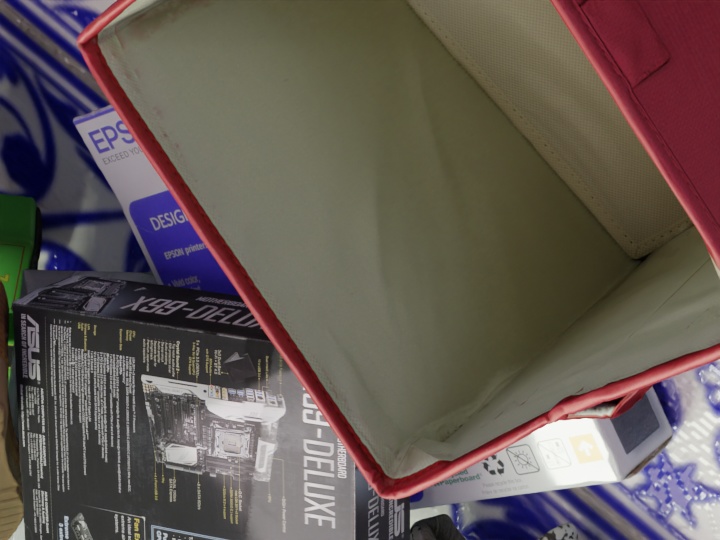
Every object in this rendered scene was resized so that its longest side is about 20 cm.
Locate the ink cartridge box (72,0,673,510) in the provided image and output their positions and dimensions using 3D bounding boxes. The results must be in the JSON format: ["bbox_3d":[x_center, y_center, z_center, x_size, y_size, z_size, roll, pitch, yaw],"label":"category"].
[{"bbox_3d":[0.000,0.000,0.886,0.198,0.043,0.200,-14,107,45],"label":"ink cartridge box"}]

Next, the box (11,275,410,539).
[{"bbox_3d":[-0.059,0.110,0.892,0.158,0.050,0.200,7,105,28],"label":"box"}]

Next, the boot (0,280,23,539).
[{"bbox_3d":[-0.193,0.028,0.968,0.200,0.072,0.166,118,138,-53],"label":"boot"}]

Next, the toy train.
[{"bbox_3d":[-0.186,0.036,1.063,0.056,0.042,0.200,6,138,-13],"label":"toy train"}]

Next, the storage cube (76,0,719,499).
[{"bbox_3d":[0.059,-0.067,0.694,0.171,0.180,0.200,-30,94,47],"label":"storage cube"}]

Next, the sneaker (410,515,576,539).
[{"bbox_3d":[0.085,0.148,0.880,0.200,0.077,0.089,11,109,33],"label":"sneaker"}]

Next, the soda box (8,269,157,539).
[{"bbox_3d":[-0.128,0.094,1.022,0.063,0.068,0.200,-107,23,-47],"label":"soda box"}]
